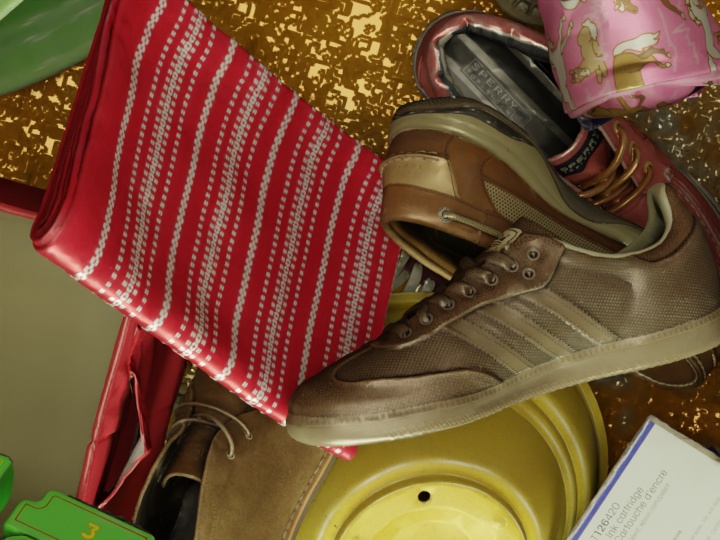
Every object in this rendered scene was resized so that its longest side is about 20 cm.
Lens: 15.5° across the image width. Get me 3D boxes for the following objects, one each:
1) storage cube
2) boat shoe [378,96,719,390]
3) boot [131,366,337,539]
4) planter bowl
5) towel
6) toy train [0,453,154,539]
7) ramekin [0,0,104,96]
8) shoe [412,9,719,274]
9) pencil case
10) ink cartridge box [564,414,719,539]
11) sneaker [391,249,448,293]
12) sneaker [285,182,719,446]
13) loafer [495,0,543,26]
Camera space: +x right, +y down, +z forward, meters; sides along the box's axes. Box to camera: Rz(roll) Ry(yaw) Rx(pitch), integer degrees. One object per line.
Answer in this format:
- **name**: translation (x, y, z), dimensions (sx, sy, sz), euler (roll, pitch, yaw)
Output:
- **storage cube**: translation (-0.177, 0.047, 1.184), dimensions (0.200, 0.180, 0.171), euler (15, 94, 7)
- **boat shoe**: translation (0.079, 0.003, 1.192), dimensions (0.200, 0.076, 0.074), euler (36, 59, -26)
- **boot**: translation (-0.054, 0.072, 1.150), dimensions (0.074, 0.075, 0.200), euler (7, 75, 23)
- **planter bowl**: translation (0.025, 0.117, 1.215), dimensions (0.200, 0.083, 0.201), euler (-4, 116, -8)
- **towel**: translation (-0.051, -0.025, 1.113), dimensions (0.200, 0.022, 0.145), euler (38, 55, -39)
- **toy train**: translation (-0.174, 0.091, 1.067), dimensions (0.200, 0.042, 0.056), euler (24, 52, 10)
- **ramekin**: translation (-0.126, -0.169, 1.175), dimensions (0.200, 0.200, 0.098), euler (-33, 86, 2)
- **shoe**: translation (0.104, -0.045, 1.232), dimensions (0.200, 0.091, 0.071), euler (43, 93, -3)
- **pencil case**: translation (0.102, -0.166, 1.154), dimensions (0.083, 0.087, 0.200), euler (-17, 89, -21)
- **ink cartridge box**: translation (0.152, 0.188, 1.246), dimensions (0.200, 0.047, 0.198), euler (32, 95, -19)
- **sneaker**: translation (0.000, 0.000, 1.236), dimensions (0.200, 0.090, 0.075), euler (37, 93, -2)
- **sneaker**: translation (0.056, 0.019, 1.121), dimensions (0.200, 0.070, 0.076), euler (-15, 95, -17)
- **loafer**: translation (0.088, -0.211, 1.233), dimensions (0.076, 0.067, 0.200), euler (10, 87, -3)
